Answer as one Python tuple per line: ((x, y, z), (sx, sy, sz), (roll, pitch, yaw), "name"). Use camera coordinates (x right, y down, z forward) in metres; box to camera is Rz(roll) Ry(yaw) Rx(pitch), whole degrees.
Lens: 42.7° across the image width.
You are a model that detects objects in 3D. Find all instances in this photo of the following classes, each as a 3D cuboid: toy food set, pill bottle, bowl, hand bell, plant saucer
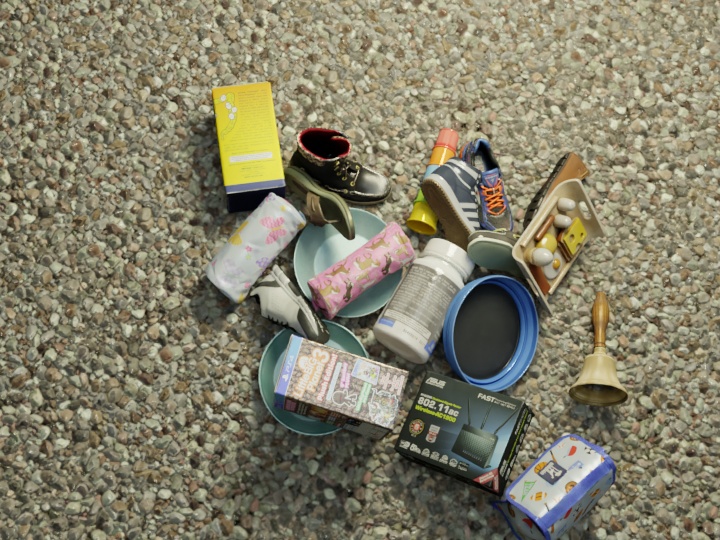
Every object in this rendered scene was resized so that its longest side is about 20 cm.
((0.359, -0.041, 1.638), (0.201, 0.060, 0.144), (-51, 126, -19), "toy food set")
((0.115, 0.052, 1.623), (0.113, 0.114, 0.201), (31, 75, 3), "pill bottle")
((0.227, 0.108, 1.612), (0.198, 0.039, 0.204), (-3, 96, -32), "bowl")
((0.433, 0.132, 1.662), (0.103, 0.104, 0.202), (12, 62, -2), "hand bell")
((-0.023, -0.011, 1.664), (0.198, 0.039, 0.204), (2, 74, -6), "plant saucer")
((-0.079, 0.187, 1.607), (0.197, 0.036, 0.203), (1, 75, -5), "plant saucer")

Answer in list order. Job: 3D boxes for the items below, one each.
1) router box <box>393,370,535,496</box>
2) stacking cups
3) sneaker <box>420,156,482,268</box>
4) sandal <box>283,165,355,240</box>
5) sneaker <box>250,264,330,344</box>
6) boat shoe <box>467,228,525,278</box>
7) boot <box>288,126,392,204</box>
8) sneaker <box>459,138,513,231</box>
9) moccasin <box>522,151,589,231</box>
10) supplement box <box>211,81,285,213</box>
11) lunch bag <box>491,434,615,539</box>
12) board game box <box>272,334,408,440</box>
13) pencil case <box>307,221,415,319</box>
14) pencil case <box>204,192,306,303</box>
((0.173, 0.270, 1.547), (0.198, 0.062, 0.151), (14, 70, 35), "router box")
((0.143, -0.167, 1.718), (0.060, 0.061, 0.202), (20, 70, 0), "stacking cups")
((0.192, -0.110, 1.677), (0.109, 0.070, 0.201), (-47, 117, -35), "sneaker")
((-0.078, -0.110, 1.628), (0.057, 0.080, 0.200), (-36, 55, -23), "sandal")
((-0.122, 0.076, 1.590), (0.080, 0.074, 0.200), (-39, 46, -4), "sneaker")
((0.258, -0.039, 1.651), (0.200, 0.071, 0.061), (18, 50, -40), "boat shoe")
((-0.033, -0.188, 1.651), (0.197, 0.151, 0.074), (20, 74, 0), "boot")
((0.234, -0.155, 1.708), (0.074, 0.079, 0.203), (-17, 77, -9), "sneaker")
((0.367, -0.131, 1.715), (0.078, 0.074, 0.202), (40, 55, -3), "moccasin")
((-0.203, -0.221, 1.665), (0.108, 0.109, 0.203), (-7, 76, -8), "supplement box")
((0.322, 0.364, 1.516), (0.169, 0.200, 0.124), (-38, 82, -13), "lunch bag")
((-0.036, 0.195, 1.509), (0.197, 0.160, 0.098), (18, 73, -1), "board game box")
((0.000, 0.000, 1.596), (0.199, 0.087, 0.083), (-35, 50, -13), "pencil case")
((-0.183, -0.038, 1.610), (0.090, 0.083, 0.201), (39, 91, -25), "pencil case")
